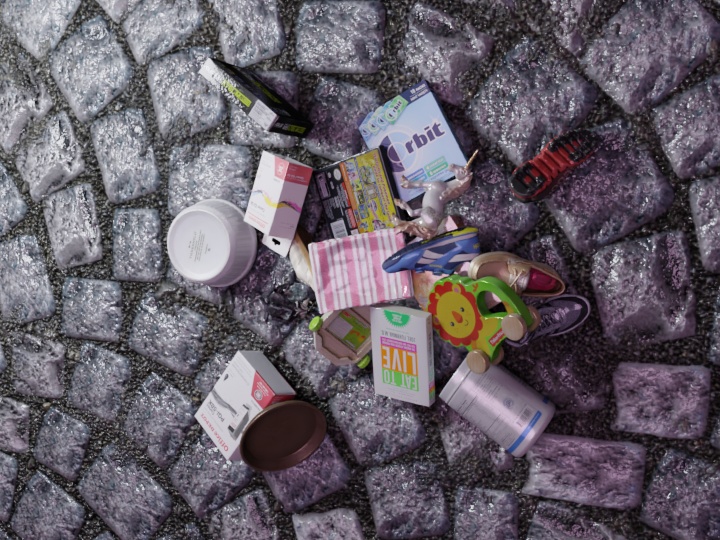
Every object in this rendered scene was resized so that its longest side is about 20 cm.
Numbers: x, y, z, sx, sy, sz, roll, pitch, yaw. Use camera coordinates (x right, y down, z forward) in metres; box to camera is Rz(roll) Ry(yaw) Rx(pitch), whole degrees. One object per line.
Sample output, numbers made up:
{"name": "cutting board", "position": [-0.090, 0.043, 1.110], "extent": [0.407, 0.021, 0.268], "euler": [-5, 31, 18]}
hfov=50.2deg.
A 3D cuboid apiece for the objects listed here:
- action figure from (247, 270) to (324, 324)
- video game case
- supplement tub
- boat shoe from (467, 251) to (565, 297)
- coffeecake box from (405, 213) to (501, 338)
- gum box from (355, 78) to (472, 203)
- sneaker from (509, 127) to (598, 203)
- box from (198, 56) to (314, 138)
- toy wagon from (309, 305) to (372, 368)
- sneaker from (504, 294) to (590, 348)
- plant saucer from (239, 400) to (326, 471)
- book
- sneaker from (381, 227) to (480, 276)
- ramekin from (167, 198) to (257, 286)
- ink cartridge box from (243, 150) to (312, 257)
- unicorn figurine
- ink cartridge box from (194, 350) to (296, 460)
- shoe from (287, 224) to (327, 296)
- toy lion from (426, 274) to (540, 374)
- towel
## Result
{"name": "action figure", "position": [-0.139, 0.068, 1.658], "extent": [0.198, 0.102, 0.120], "euler": [14, 109, -4]}
{"name": "video game case", "position": [0.000, -0.138, 1.607], "extent": [0.180, 0.025, 0.201], "euler": [-16, 92, 34]}
{"name": "supplement tub", "position": [0.272, 0.261, 1.526], "extent": [0.200, 0.132, 0.132], "euler": [37, 105, 12]}
{"name": "boat shoe", "position": [0.304, 0.011, 1.471], "extent": [0.198, 0.069, 0.074], "euler": [5, 108, -20]}
{"name": "coffeecake box", "position": [0.180, 0.011, 1.562], "extent": [0.153, 0.073, 0.201], "euler": [-34, 84, 19]}
{"name": "gum box", "position": [0.109, -0.258, 1.574], "extent": [0.169, 0.045, 0.201], "euler": [-28, 87, 19]}
{"name": "sneaker", "position": [0.370, -0.198, 1.482], "extent": [0.200, 0.098, 0.071], "euler": [-37, 70, -5]}
{"name": "box", "position": [-0.212, -0.355, 1.594], "extent": [0.200, 0.193, 0.048], "euler": [41, 108, 11]}
{"name": "toy wagon", "position": [-0.005, 0.110, 1.616], "extent": [0.155, 0.040, 0.200], "euler": [40, 99, -24]}
{"name": "sneaker", "position": [0.348, 0.103, 1.494], "extent": [0.199, 0.114, 0.076], "euler": [-19, 90, 19]}
{"name": "plant saucer", "position": [-0.170, 0.357, 1.674], "extent": [0.201, 0.199, 0.030], "euler": [-53, 39, 15]}
{"name": "book", "position": [0.089, 0.170, 1.572], "extent": [0.133, 0.048, 0.202], "euler": [11, 117, 34]}
{"name": "sneaker", "position": [0.140, -0.020, 1.487], "extent": [0.199, 0.074, 0.083], "euler": [-16, 103, 10]}
{"name": "ramekin", "position": [-0.338, -0.059, 1.716], "extent": [0.201, 0.094, 0.204], "euler": [2, 96, 18]}
{"name": "ink cartridge box", "position": [-0.183, -0.142, 1.645], "extent": [0.116, 0.067, 0.201], "euler": [29, 107, 50]}
{"name": "unicorn figurine", "position": [0.140, -0.146, 1.507], "extent": [0.136, 0.074, 0.201], "euler": [13, 78, 8]}
{"name": "ink cartridge box", "position": [-0.259, 0.301, 1.712], "extent": [0.147, 0.083, 0.201], "euler": [43, 107, 29]}
{"name": "shoe", "position": [-0.110, -0.009, 1.638], "extent": [0.053, 0.070, 0.201], "euler": [-40, 54, 19]}
{"name": "toy lion", "position": [0.215, 0.082, 1.451], "extent": [0.192, 0.068, 0.200], "euler": [52, 137, 16]}
{"name": "towel", "position": [0.000, 0.000, 1.545], "extent": [0.198, 0.030, 0.148], "euler": [-10, 91, 4]}
